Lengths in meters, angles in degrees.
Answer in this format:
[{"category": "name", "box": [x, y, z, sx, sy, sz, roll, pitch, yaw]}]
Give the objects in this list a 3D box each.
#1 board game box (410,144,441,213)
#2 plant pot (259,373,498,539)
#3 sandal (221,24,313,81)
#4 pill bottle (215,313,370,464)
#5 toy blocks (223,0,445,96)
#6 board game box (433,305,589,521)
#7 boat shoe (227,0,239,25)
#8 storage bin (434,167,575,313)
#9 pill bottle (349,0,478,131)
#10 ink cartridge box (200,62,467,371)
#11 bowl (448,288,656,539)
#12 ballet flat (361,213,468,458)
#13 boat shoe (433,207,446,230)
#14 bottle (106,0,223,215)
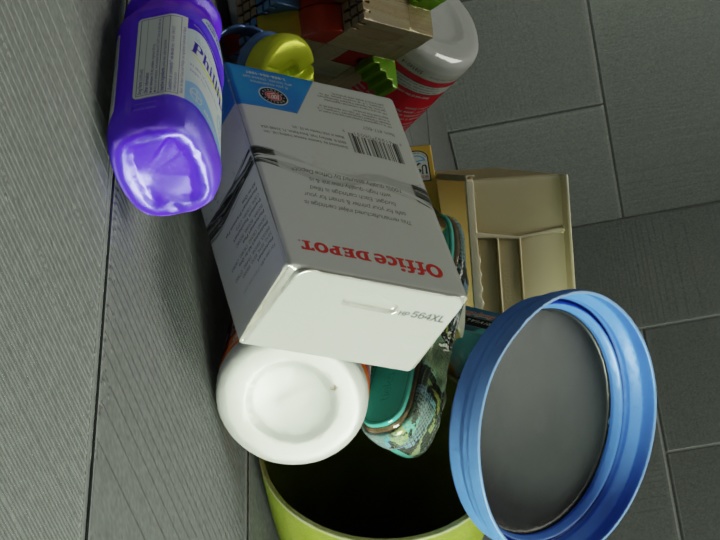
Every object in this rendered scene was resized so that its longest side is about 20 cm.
[{"category": "board game box", "box": [0.000, 0.000, 1.716, 0.040, 0.152, 0.201, 127, -45, -74]}, {"category": "plant pot", "box": [0.016, 0.207, 1.567, 0.188, 0.186, 0.201, -92, -178, -48]}, {"category": "sandal", "box": [-0.078, -0.125, 1.624, 0.087, 0.079, 0.201, 37, -34, 32]}, {"category": "pill bottle", "box": [-0.044, 0.049, 1.482, 0.200, 0.109, 0.110, -86, 164, -64]}, {"category": "toy blocks", "box": [-0.041, -0.200, 1.662, 0.136, 0.200, 0.101, 9, 65, -38]}, {"category": "board game box", "box": [0.092, 0.108, 1.594, 0.200, 0.047, 0.152, 12, -64, 51]}, {"category": "boat shoe", "box": [-0.066, -0.230, 1.788, 0.202, 0.086, 0.075, 50, 30, -77]}, {"category": "storage bin", "box": [0.114, 0.009, 1.768, 0.200, 0.093, 0.200, -163, -111, -76]}, {"category": "pill bottle", "box": [0.005, -0.168, 1.797, 0.112, 0.200, 0.113, 26, 41, -26]}, {"category": "ink cartridge box", "box": [-0.029, -0.038, 1.395, 0.084, 0.145, 0.201, -54, -141, 36]}, {"category": "bowl", "box": [0.141, 0.113, 1.473, 0.200, 0.039, 0.202, -7, 100, -43]}, {"category": "ballet flat", "box": [0.046, 0.053, 1.521, 0.074, 0.074, 0.201, 70, 33, -54]}, {"category": "boat shoe", "box": [0.004, -0.053, 1.551, 0.072, 0.066, 0.201, 42, 2, -29]}, {"category": "bottle", "box": [-0.122, -0.126, 1.283, 0.201, 0.065, 0.084, -92, 168, -47]}]
